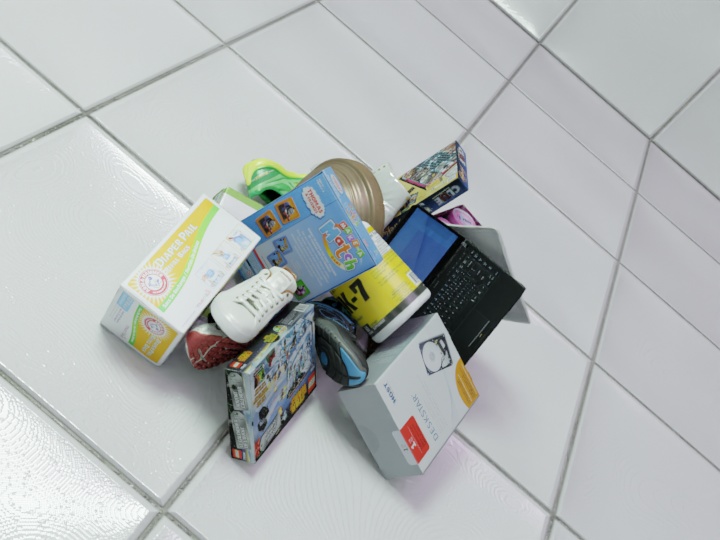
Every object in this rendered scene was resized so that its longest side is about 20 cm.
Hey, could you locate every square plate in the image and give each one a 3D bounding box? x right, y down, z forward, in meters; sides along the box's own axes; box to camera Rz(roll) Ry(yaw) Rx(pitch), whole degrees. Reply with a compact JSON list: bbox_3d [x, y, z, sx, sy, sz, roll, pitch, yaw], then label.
[{"bbox_3d":[0.180,-0.005,1.590,0.028,0.198,0.201,-46,127,-32],"label":"square plate"}]

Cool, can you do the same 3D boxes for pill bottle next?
[{"bbox_3d":[0.000,0.000,1.425,0.200,0.114,0.114,47,33,2],"label":"pill bottle"}]

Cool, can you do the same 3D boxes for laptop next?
[{"bbox_3d":[0.119,0.030,1.483,0.200,0.177,0.103,42,11,23],"label":"laptop"}]

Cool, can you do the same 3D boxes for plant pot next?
[{"bbox_3d":[-0.061,-0.085,1.546,0.092,0.201,0.201,1,50,-43],"label":"plant pot"}]

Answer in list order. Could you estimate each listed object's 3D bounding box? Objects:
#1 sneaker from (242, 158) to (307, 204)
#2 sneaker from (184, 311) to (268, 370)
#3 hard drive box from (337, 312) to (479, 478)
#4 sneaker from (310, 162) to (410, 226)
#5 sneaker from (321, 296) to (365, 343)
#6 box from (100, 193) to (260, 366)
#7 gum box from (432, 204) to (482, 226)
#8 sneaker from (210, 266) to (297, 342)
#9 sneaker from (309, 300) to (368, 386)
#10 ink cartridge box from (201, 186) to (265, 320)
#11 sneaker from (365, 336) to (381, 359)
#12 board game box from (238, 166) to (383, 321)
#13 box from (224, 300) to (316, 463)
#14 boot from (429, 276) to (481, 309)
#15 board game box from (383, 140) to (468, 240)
[{"bbox_3d":[-0.126,-0.132,1.670,0.199,0.074,0.084,15,67,-40],"label":"sneaker"},{"bbox_3d":[-0.189,0.081,1.305,0.082,0.078,0.200,58,14,8],"label":"sneaker"},{"bbox_3d":[0.076,0.183,1.408,0.200,0.077,0.156,-44,111,-47],"label":"hard drive box"},{"bbox_3d":[0.006,-0.161,1.749,0.200,0.116,0.074,42,-3,28],"label":"sneaker"},{"bbox_3d":[-0.020,0.058,1.538,0.080,0.071,0.200,41,34,-8],"label":"sneaker"},{"bbox_3d":[-0.240,0.012,1.281,0.101,0.113,0.200,38,51,-5],"label":"box"},{"bbox_3d":[0.129,-0.046,1.745,0.066,0.114,0.200,50,34,13],"label":"gum box"},{"bbox_3d":[-0.136,0.032,1.264,0.073,0.085,0.200,46,16,-3],"label":"sneaker"},{"bbox_3d":[-0.032,0.094,1.382,0.082,0.074,0.200,-9,33,-28],"label":"sneaker"},{"bbox_3d":[-0.190,-0.002,1.443,0.147,0.076,0.201,29,68,-19],"label":"ink cartridge box"},{"bbox_3d":[0.063,0.154,1.514,0.108,0.070,0.200,32,31,-12],"label":"sneaker"},{"bbox_3d":[-0.088,-0.033,1.354,0.152,0.200,0.037,60,27,-5],"label":"board game box"},{"bbox_3d":[-0.116,0.145,1.281,0.040,0.138,0.200,8,26,19],"label":"box"},{"bbox_3d":[0.109,0.017,1.592,0.168,0.200,0.076,44,65,-9],"label":"boot"},{"bbox_3d":[0.107,-0.144,1.759,0.035,0.200,0.136,45,28,-27],"label":"board game box"}]
